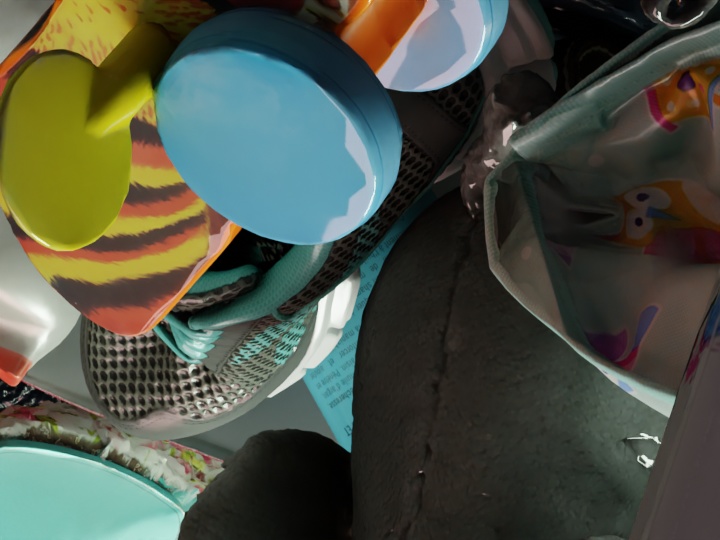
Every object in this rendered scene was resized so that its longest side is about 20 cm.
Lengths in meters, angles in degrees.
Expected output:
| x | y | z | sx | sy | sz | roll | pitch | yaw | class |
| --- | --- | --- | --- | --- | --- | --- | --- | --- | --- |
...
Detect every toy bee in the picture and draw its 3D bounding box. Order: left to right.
| x | y | z | sx | sy | sz | roll | pitch | yaw | class |
| --- | --- | --- | --- | --- | --- | --- | --- | --- | --- |
| -0.017 | -0.068 | 0.546 | 0.109 | 0.200 | 0.131 | 47 | -153 | -12 | toy bee |

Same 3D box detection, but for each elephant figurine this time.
| x | y | z | sx | sy | sz | roll | pitch | yaw | class |
| --- | --- | --- | --- | --- | --- | --- | --- | --- | --- |
| 0.027 | 0.088 | 0.702 | 0.155 | 0.200 | 0.142 | 35 | 157 | -10 | elephant figurine |

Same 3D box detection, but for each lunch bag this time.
| x | y | z | sx | sy | sz | roll | pitch | yaw | class |
| --- | --- | --- | --- | --- | --- | --- | --- | --- | --- |
| 0.145 | 0.010 | 0.601 | 0.170 | 0.122 | 0.200 | 21 | 170 | -39 | lunch bag |

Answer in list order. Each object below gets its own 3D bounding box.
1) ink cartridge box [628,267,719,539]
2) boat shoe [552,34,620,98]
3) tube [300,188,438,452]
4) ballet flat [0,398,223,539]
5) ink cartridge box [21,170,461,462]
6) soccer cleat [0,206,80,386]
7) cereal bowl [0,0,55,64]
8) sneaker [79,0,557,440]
| x | y | z | sx | sy | sz | roll | pitch | yaw | class |
| --- | --- | --- | --- | --- | --- | --- | --- | --- | --- |
| 0.119 | 0.030 | 0.425 | 0.145 | 0.200 | 0.084 | 18 | 179 | 5 | ink cartridge box |
| 0.109 | 0.018 | 0.807 | 0.070 | 0.070 | 0.200 | -23 | 105 | 37 | boat shoe |
| 0.000 | 0.000 | 0.822 | 0.200 | 0.077 | 0.050 | 57 | -158 | 9 | tube |
| -0.068 | 0.089 | 1.046 | 0.200 | 0.076 | 0.064 | 30 | -152 | -31 | ballet flat |
| 0.003 | 0.002 | 0.947 | 0.145 | 0.145 | 0.200 | 19 | 176 | 14 | ink cartridge box |
| -0.126 | -0.008 | 0.816 | 0.069 | 0.078 | 0.200 | 37 | 159 | -28 | soccer cleat |
| -0.133 | -0.057 | 0.694 | 0.200 | 0.083 | 0.200 | -2 | -168 | 0 | cereal bowl |
| -0.035 | -0.011 | 0.747 | 0.078 | 0.091 | 0.200 | 47 | 136 | 8 | sneaker |
